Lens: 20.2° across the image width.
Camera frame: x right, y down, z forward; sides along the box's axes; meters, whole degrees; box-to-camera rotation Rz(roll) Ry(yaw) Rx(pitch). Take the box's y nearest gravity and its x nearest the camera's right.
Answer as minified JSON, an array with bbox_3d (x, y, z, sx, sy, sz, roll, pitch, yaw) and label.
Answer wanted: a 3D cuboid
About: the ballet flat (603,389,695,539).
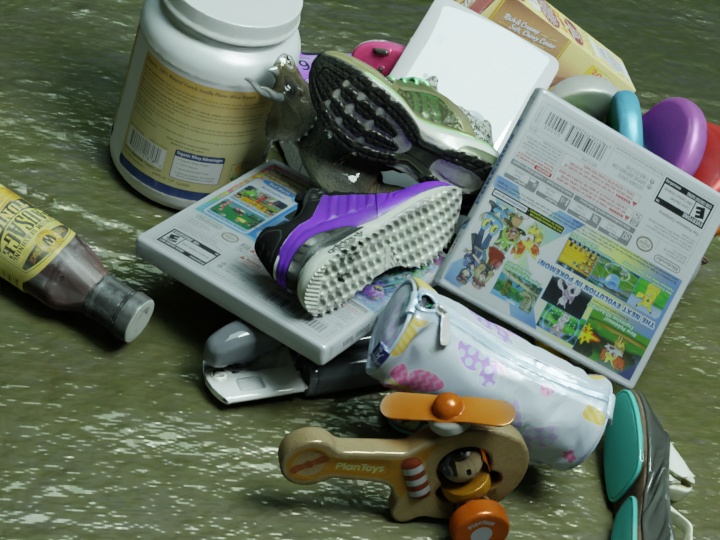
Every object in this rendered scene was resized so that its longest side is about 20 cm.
[{"bbox_3d":[0.233,0.188,1.634,0.068,0.068,0.201,21,47,-16],"label":"ballet flat"}]

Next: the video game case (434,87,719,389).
[{"bbox_3d":[0.186,-0.025,1.685,0.199,0.183,0.022,28,0,-17],"label":"video game case"}]

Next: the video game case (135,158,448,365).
[{"bbox_3d":[-0.053,-0.011,1.668,0.199,0.024,0.182,29,39,25],"label":"video game case"}]

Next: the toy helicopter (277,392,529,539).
[{"bbox_3d":[0.036,0.140,1.536,0.198,0.133,0.079,5,40,-19],"label":"toy helicopter"}]

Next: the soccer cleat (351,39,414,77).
[{"bbox_3d":[0.082,-0.151,1.856,0.199,0.070,0.086,29,21,5],"label":"soccer cleat"}]

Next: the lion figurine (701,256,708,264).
[{"bbox_3d":[0.227,-0.035,1.894,0.199,0.073,0.123,-5,46,-39],"label":"lion figurine"}]

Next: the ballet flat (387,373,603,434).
[{"bbox_3d":[0.118,0.099,1.674,0.198,0.072,0.069,4,41,-20],"label":"ballet flat"}]

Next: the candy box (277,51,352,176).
[{"bbox_3d":[0.020,-0.115,1.884,0.166,0.072,0.201,-1,43,-28],"label":"candy box"}]

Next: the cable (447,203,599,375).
[{"bbox_3d":[0.151,0.008,1.724,0.200,0.097,0.050,45,26,-11],"label":"cable"}]

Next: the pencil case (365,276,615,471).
[{"bbox_3d":[0.102,0.081,1.591,0.199,0.091,0.083,29,37,-15],"label":"pencil case"}]

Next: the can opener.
[{"bbox_3d":[-0.034,0.065,1.645,0.198,0.067,0.054,-9,46,-24],"label":"can opener"}]

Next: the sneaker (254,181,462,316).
[{"bbox_3d":[-0.005,-0.040,1.639,0.099,0.070,0.199,32,39,32],"label":"sneaker"}]

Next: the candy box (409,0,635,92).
[{"bbox_3d":[0.158,-0.198,1.952,0.199,0.115,0.056,32,27,-35],"label":"candy box"}]

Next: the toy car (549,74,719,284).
[{"bbox_3d":[0.253,-0.087,1.774,0.199,0.149,0.176,29,46,-35],"label":"toy car"}]

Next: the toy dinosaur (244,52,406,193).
[{"bbox_3d":[-0.014,-0.098,1.721,0.102,0.077,0.201,-37,94,-28],"label":"toy dinosaur"}]

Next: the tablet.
[{"bbox_3d":[0.078,-0.137,1.790,0.129,0.014,0.201,29,72,4],"label":"tablet"}]

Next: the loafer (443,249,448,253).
[{"bbox_3d":[0.000,0.000,1.734,0.199,0.073,0.071,-21,56,-41],"label":"loafer"}]

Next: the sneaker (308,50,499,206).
[{"bbox_3d":[0.038,-0.132,1.689,0.199,0.077,0.089,33,41,-26],"label":"sneaker"}]

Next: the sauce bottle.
[{"bbox_3d":[-0.256,-0.011,1.636,0.199,0.066,0.066,30,38,12],"label":"sauce bottle"}]

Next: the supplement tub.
[{"bbox_3d":[-0.133,-0.168,1.771,0.143,0.201,0.145,13,38,-10],"label":"supplement tub"}]
